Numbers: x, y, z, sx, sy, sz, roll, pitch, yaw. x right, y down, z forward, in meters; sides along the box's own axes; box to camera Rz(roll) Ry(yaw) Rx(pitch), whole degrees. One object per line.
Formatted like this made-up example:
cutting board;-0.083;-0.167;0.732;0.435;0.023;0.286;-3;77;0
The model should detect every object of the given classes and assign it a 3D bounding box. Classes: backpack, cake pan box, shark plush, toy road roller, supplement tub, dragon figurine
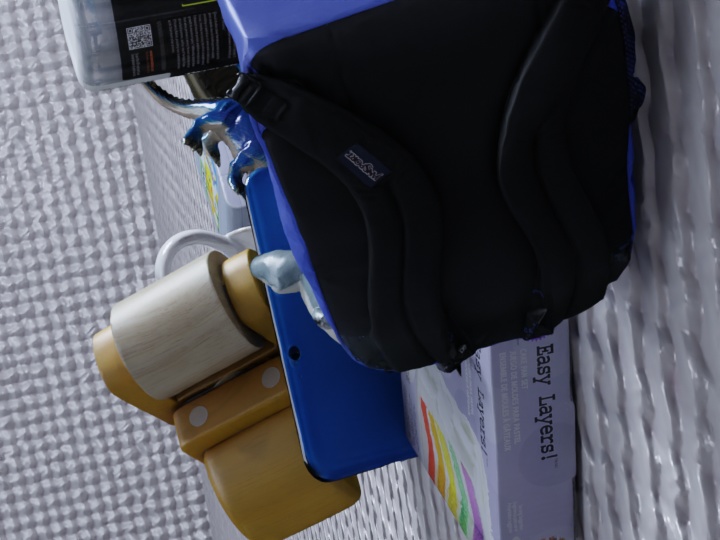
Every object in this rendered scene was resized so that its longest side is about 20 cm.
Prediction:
backpack;0.036;-0.071;0.676;0.169;0.161;0.201;-102;-5;-49
cake pan box;0.067;0.051;0.894;0.184;0.052;0.202;-126;27;-59
shark plush;0.000;0.000;0.893;0.084;0.090;0.200;-65;19;16
toy road roller;-0.072;0.091;1.047;0.200;0.122;0.147;41;-156;-56
supplement tub;-0.115;-0.205;1.128;0.122;0.197;0.124;168;90;-78
dragon figurine;-0.078;-0.115;1.172;0.200;0.100;0.059;43;-175;27

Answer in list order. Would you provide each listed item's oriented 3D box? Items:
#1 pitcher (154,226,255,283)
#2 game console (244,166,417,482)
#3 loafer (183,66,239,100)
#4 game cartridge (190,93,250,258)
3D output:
pitcher;-0.061;0.057;1.196;0.121;0.169;0.203;162;97;-73
game console;-0.012;0.032;1.064;0.171;0.117;0.203;147;111;-79
loafer;-0.101;-0.144;1.265;0.067;0.076;0.201;16;143;52
game cartridge;-0.160;-0.114;1.824;0.134;0.040;0.201;98;157;-49
